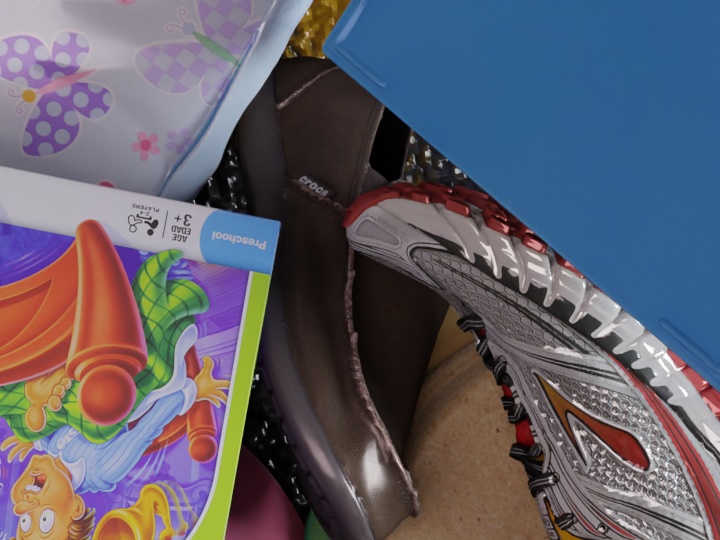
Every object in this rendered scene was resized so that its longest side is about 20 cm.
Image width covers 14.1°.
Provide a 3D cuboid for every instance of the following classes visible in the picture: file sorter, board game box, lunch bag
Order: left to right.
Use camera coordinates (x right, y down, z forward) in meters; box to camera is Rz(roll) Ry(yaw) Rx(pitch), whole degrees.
[{"bbox_3d":[-0.134,0.034,0.878,0.199,0.045,0.135,11,75,-6],"label":"board game box"},{"bbox_3d":[-0.127,-0.087,1.006,0.200,0.127,0.170,34,101,20],"label":"lunch bag"},{"bbox_3d":[0.116,-0.062,0.910,0.200,0.123,0.139,42,104,37],"label":"file sorter"}]

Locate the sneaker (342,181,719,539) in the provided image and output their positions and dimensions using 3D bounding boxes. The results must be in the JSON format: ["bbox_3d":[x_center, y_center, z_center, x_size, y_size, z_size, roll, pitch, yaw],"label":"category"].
[{"bbox_3d":[0.072,0.045,0.918,0.200,0.078,0.082,40,97,0],"label":"sneaker"}]

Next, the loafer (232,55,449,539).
[{"bbox_3d":[0.000,0.000,0.969,0.071,0.073,0.201,-12,55,4],"label":"loafer"}]

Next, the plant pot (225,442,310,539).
[{"bbox_3d":[-0.127,0.153,0.957,0.199,0.179,0.200,8,130,9],"label":"plant pot"}]

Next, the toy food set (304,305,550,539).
[{"bbox_3d":[0.082,0.109,0.984,0.200,0.049,0.198,30,76,0],"label":"toy food set"}]
